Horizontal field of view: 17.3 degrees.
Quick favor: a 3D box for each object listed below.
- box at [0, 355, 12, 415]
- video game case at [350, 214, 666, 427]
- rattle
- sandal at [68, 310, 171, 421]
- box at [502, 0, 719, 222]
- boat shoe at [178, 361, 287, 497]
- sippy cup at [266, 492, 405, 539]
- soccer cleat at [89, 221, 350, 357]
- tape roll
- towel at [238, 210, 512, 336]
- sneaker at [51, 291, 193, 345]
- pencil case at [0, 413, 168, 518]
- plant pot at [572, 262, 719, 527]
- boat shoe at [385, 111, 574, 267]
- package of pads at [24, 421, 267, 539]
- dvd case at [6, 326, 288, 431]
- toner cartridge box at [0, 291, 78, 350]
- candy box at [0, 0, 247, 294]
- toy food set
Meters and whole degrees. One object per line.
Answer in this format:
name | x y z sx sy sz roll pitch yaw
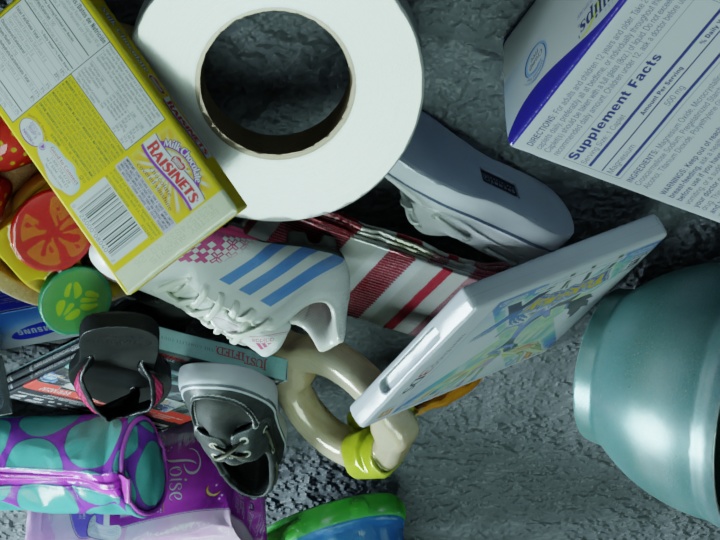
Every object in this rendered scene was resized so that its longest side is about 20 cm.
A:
box | -0.352 0.097 1.750 0.159 0.044 0.200 -10 -179 -17
video game case | 0.108 0.037 1.723 0.199 0.022 0.182 -21 162 -38
rattle | -0.016 0.052 1.828 0.200 0.143 0.130 42 165 9
sandal | -0.173 0.077 1.684 0.075 0.045 0.200 -2 163 -4
box | 0.223 -0.143 1.564 0.199 0.105 0.184 18 135 -21
boat shoe | -0.092 0.121 1.780 0.068 0.057 0.200 0 159 11
sippy cup | -0.012 0.270 1.965 0.177 0.131 0.140 -9 159 -24
soccer cleat | -0.091 0.013 1.628 0.199 0.087 0.070 6 161 -31
tape roll | -0.057 -0.130 1.571 0.201 0.037 0.204 -1 115 -1
towel | 0.000 0.000 1.745 0.199 0.023 0.144 18 155 -12
sneaker | -0.151 0.015 1.763 0.199 0.076 0.091 -18 146 39
pencil case | -0.255 0.156 1.873 0.199 0.092 0.086 -2 103 19
plant pot | 0.241 0.083 1.771 0.134 0.201 0.201 12 144 27
boat shoe | 0.062 -0.052 1.686 0.199 0.074 0.065 29 126 -27
package of pads | -0.177 0.197 1.921 0.199 0.121 0.076 -14 142 15
dvd case | -0.167 0.082 1.805 0.145 0.022 0.200 16 159 -30
toner cartridge box | -0.298 0.016 1.741 0.199 0.095 0.043 -10 139 11
candy box | -0.171 -0.094 1.549 0.102 0.026 0.200 -35 89 19
toy food set | -0.186 -0.061 1.634 0.200 0.049 0.198 -41 123 -3
